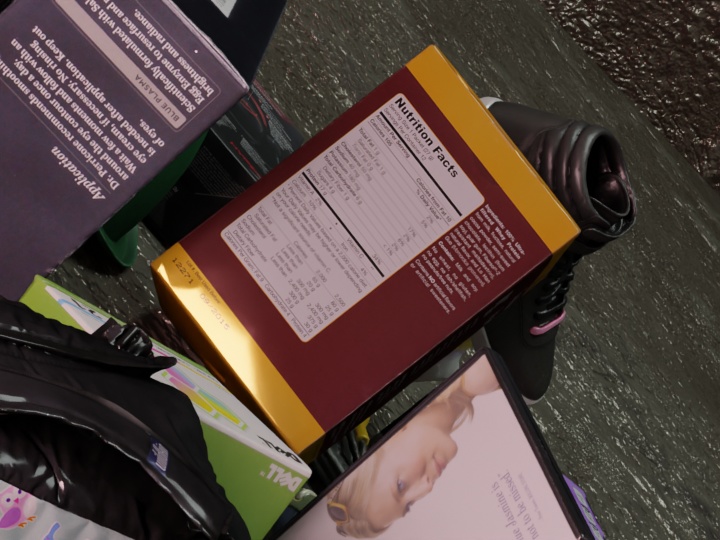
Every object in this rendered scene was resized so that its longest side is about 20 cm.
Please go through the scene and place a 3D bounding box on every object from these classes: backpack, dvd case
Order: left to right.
[{"bbox_3d":[-0.154,0.085,1.182,0.199,0.127,0.167,25,18,-37],"label":"backpack"},{"bbox_3d":[0.018,0.148,1.432,0.018,0.200,0.143,33,21,-40],"label":"dvd case"}]

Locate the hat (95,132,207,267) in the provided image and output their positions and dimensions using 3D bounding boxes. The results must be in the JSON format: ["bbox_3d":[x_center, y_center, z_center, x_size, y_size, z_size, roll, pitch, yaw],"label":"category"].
[{"bbox_3d":[-0.083,-0.117,1.689,0.166,0.175,0.201,-87,163,-68],"label":"hat"}]

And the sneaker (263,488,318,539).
[{"bbox_3d":[-0.023,0.144,1.540,0.201,0.090,0.067,55,16,15],"label":"sneaker"}]

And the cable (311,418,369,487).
[{"bbox_3d":[-0.005,0.115,1.745,0.097,0.050,0.201,35,21,-52],"label":"cable"}]

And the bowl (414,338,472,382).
[{"bbox_3d":[0.022,0.020,1.875,0.200,0.199,0.109,1,84,-71],"label":"bowl"}]

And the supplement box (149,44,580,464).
[{"bbox_3d":[0.000,0.000,1.637,0.133,0.200,0.197,52,-6,5],"label":"supplement box"}]

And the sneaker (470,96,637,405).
[{"bbox_3d":[0.120,-0.006,1.767,0.071,0.099,0.201,-31,121,-51],"label":"sneaker"}]

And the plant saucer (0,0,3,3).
[{"bbox_3d":[-0.266,-0.143,1.429,0.199,0.037,0.201,4,19,-1],"label":"plant saucer"}]

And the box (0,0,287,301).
[{"bbox_3d":[-0.153,-0.096,1.510,0.117,0.200,0.197,47,16,-10],"label":"box"}]

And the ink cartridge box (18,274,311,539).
[{"bbox_3d":[-0.082,0.105,1.381,0.200,0.076,0.148,40,4,40],"label":"ink cartridge box"}]

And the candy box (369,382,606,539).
[{"bbox_3d":[0.105,0.194,1.847,0.168,0.071,0.201,39,19,-39],"label":"candy box"}]

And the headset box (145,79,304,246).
[{"bbox_3d":[-0.118,-0.103,1.887,0.149,0.075,0.200,49,15,-9],"label":"headset box"}]
